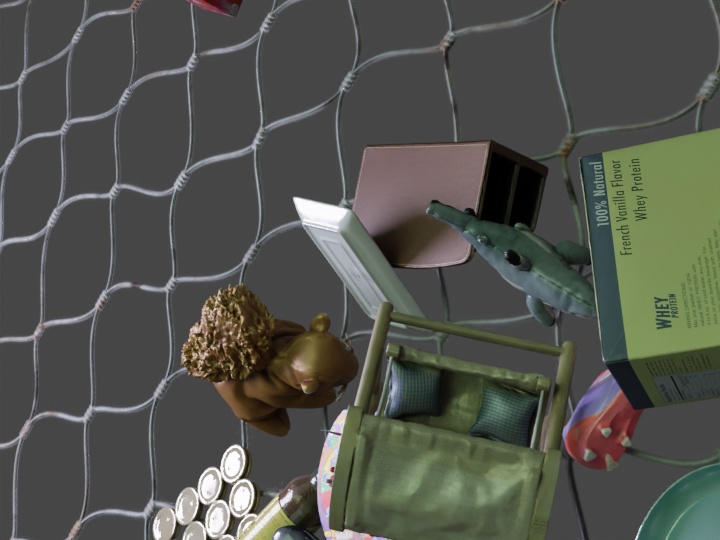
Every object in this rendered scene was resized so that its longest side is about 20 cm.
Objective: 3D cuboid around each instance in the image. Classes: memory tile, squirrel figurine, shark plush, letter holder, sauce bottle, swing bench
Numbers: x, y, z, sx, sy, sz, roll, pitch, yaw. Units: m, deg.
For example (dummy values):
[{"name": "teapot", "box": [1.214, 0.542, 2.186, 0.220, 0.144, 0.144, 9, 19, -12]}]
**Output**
[{"name": "memory tile", "box": [-0.192, 0.332, 1.675, 0.200, 0.017, 0.154, -42, 48, 26]}, {"name": "squirrel figurine", "box": [-0.104, 0.103, 1.535, 0.186, 0.199, 0.142, -9, 60, 58]}, {"name": "shark plush", "box": [0.163, -0.021, 1.329, 0.091, 0.200, 0.083, -46, 3, 12]}, {"name": "letter holder", "box": [0.092, -0.061, 1.473, 0.200, 0.100, 0.143, 3, 78, 48]}, {"name": "sauce bottle", "box": [-0.076, 0.285, 1.532, 0.200, 0.065, 0.065, -48, 45, 22]}, {"name": "swing bench", "box": [0.089, 0.158, 1.244, 0.200, 0.198, 0.130, -72, -10, -47]}]

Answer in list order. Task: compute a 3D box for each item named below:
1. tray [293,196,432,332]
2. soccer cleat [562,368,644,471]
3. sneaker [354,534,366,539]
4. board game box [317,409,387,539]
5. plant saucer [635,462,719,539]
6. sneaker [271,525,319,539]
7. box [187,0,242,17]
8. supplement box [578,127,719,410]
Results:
[{"name": "tray", "box": [0.000, 0.000, 1.477, 0.107, 0.200, 0.022, 14, 58, 48]}, {"name": "soccer cleat", "box": [0.261, 0.100, 1.254, 0.200, 0.067, 0.077, -57, 28, 11]}, {"name": "sneaker", "box": [0.022, 0.241, 1.444, 0.091, 0.076, 0.201, 35, 99, 54]}, {"name": "board game box", "box": [0.006, 0.225, 1.375, 0.200, 0.039, 0.159, -4, 78, 48]}, {"name": "plant saucer", "box": [0.324, 0.268, 1.139, 0.200, 0.027, 0.201, -20, 61, 40]}, {"name": "sneaker", "box": [-0.062, 0.370, 1.434, 0.074, 0.087, 0.201, -43, 61, 29]}, {"name": "box", "box": [-0.262, -0.462, 1.941, 0.095, 0.200, 0.100, 25, 93, 47]}, {"name": "supplement box", "box": [0.309, -0.004, 1.138, 0.199, 0.134, 0.201, -11, 63, 18]}]
